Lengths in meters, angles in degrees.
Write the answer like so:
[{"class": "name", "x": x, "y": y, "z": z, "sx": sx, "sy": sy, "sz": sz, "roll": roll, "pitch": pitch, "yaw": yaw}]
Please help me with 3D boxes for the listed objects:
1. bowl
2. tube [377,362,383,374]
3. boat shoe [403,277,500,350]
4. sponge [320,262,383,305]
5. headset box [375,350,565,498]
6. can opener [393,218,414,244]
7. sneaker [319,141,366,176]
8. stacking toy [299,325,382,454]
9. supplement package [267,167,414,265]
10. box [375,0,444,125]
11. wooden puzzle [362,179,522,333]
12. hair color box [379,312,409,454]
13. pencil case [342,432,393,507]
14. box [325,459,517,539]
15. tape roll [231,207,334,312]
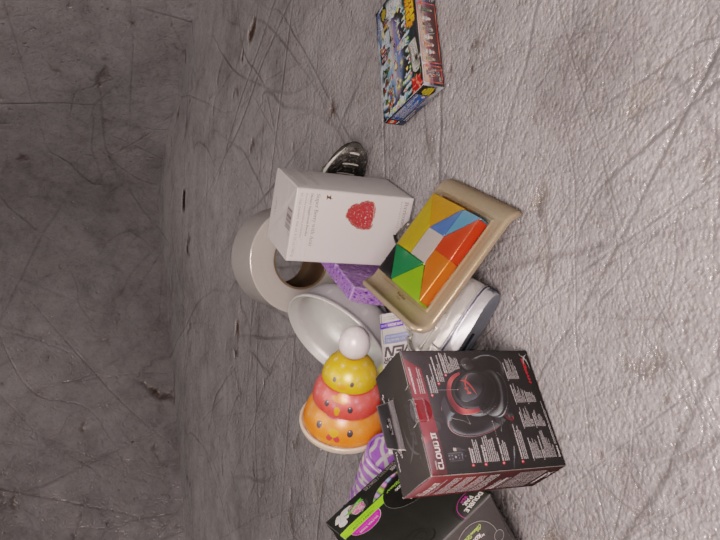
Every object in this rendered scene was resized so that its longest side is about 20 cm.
[{"class": "bowl", "x": -0.016, "y": 0.089, "z": 1.262, "sx": 0.200, "sy": 0.090, "sz": 0.202, "roll": 29, "pitch": 146, "yaw": 21}, {"class": "tube", "x": 0.082, "y": 0.225, "z": 1.137, "sx": 0.058, "sy": 0.052, "sz": 0.201, "roll": 53, "pitch": -168, "yaw": -55}, {"class": "boat shoe", "x": 0.090, "y": 0.092, "z": 0.979, "sx": 0.086, "sy": 0.075, "sz": 0.203, "roll": 34, "pitch": 95, "yaw": 26}, {"class": "sponge", "x": 0.000, "y": 0.000, "z": 1.253, "sx": 0.200, "sy": 0.111, "sz": 0.030, "roll": 51, "pitch": 129, "yaw": 56}, {"class": "headset box", "x": 0.114, "y": 0.172, "z": 0.868, "sx": 0.075, "sy": 0.199, "sz": 0.149, "roll": -55, "pitch": 41, "yaw": 48}, {"class": "can opener", "x": 0.091, "y": -0.006, "z": 1.089, "sx": 0.053, "sy": 0.067, "sz": 0.200, "roll": -29, "pitch": 35, "yaw": 14}, {"class": "sneaker", "x": -0.048, "y": -0.182, "z": 1.428, "sx": 0.200, "sy": 0.074, "sz": 0.080, "roll": 127, "pitch": 143, "yaw": -53}, {"class": "stacking toy", "x": -0.021, "y": 0.171, "z": 1.186, "sx": 0.146, "sy": 0.145, "sz": 0.201, "roll": -124, "pitch": 33, "yaw": -53}, {"class": "supplement package", "x": -0.034, "y": -0.086, "z": 1.226, "sx": 0.120, "sy": 0.199, "sz": 0.122, "roll": -135, "pitch": 52, "yaw": -59}, {"class": "box", "x": 0.074, "y": -0.350, "z": 1.197, "sx": 0.137, "sy": 0.040, "sz": 0.201, "roll": 148, "pitch": 121, "yaw": -61}, {"class": "wooden puzzle", "x": 0.097, "y": -0.030, "z": 0.998, "sx": 0.200, "sy": 0.037, "sz": 0.185, "roll": -50, "pitch": 29, "yaw": 1}, {"class": "hair color box", "x": 0.090, "y": 0.153, "z": 1.061, "sx": 0.109, "sy": 0.065, "sz": 0.201, "roll": -15, "pitch": 75, "yaw": 44}, {"class": "pencil case", "x": 0.029, "y": 0.340, "z": 1.192, "sx": 0.086, "sy": 0.084, "sz": 0.201, "roll": -55, "pitch": -14, "yaw": -48}, {"class": "box", "x": 0.080, "y": 0.339, "z": 0.939, "sx": 0.125, "sy": 0.148, "sz": 0.200, "roll": 59, "pitch": 158, "yaw": -17}, {"class": "tape roll", "x": -0.134, "y": -0.022, "z": 1.454, "sx": 0.139, "sy": 0.202, "sz": 0.204, "roll": -174, "pitch": 86, "yaw": -66}]
